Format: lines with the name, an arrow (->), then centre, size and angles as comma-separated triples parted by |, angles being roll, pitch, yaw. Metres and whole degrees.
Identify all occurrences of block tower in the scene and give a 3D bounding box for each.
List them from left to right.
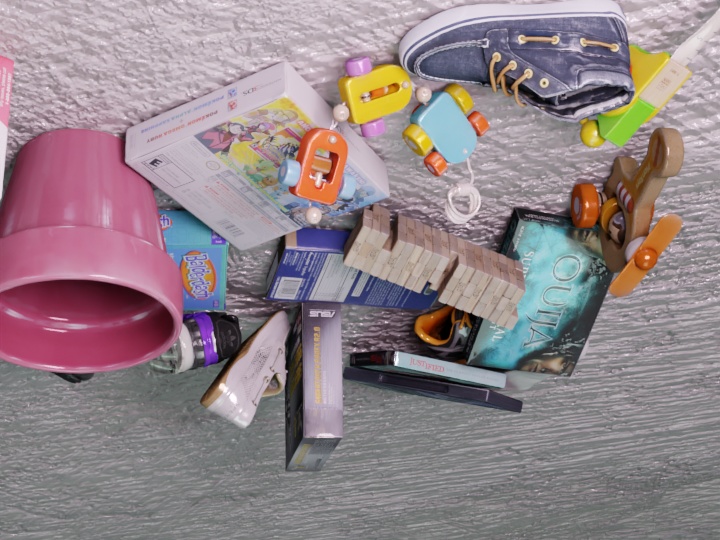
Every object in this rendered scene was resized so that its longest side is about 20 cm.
block tower -> 0.083, -0.006, 1.317 | 0.198, 0.054, 0.058 | 22, 122, -12

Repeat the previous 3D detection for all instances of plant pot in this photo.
plant pot -> -0.266, -0.024, 1.170 | 0.197, 0.181, 0.201 | -3, 150, -2

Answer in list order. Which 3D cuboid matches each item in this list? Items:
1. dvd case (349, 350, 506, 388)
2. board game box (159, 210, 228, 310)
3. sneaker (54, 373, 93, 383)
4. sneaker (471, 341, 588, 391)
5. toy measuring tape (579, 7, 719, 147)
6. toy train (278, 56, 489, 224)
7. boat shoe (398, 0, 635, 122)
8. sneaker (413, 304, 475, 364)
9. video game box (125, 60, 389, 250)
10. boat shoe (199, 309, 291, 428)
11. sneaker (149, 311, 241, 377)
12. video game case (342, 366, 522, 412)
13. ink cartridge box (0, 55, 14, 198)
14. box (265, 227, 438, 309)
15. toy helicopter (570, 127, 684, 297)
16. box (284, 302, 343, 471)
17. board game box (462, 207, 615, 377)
dvd case -> 0.079, 0.124, 1.545 | 0.144, 0.022, 0.200 | 13, 171, -15
board game box -> -0.242, -0.008, 1.338 | 0.197, 0.046, 0.153 | 1, 150, -8
sneaker -> -0.348, 0.092, 1.442 | 0.103, 0.061, 0.199 | 28, 168, -19
sneaker -> 0.223, 0.109, 1.597 | 0.084, 0.074, 0.199 | 12, 156, -42
toy measuring tape -> 0.259, -0.191, 1.088 | 0.073, 0.074, 0.200 | 21, 120, -37
toy train -> 0.020, -0.112, 1.123 | 0.198, 0.152, 0.056 | 7, -172, -27
boat shoe -> 0.132, -0.173, 1.050 | 0.197, 0.092, 0.071 | -7, 151, 6
sneaker -> 0.148, 0.061, 1.485 | 0.077, 0.079, 0.199 | 27, 139, -36
video game box -> -0.095, -0.103, 1.191 | 0.180, 0.047, 0.200 | -16, 149, 24
boat shoe -> -0.118, 0.118, 1.435 | 0.069, 0.200, 0.071 | 43, 123, -6
sneaker -> -0.189, 0.081, 1.433 | 0.098, 0.071, 0.200 | -12, -174, -23
video game case -> 0.095, 0.154, 1.595 | 0.198, 0.019, 0.143 | 6, 171, 26
ink cartridge box -> -0.394, -0.128, 1.002 | 0.198, 0.147, 0.085 | 19, 144, -35
box -> 0.000, 0.000, 1.399 | 0.197, 0.033, 0.121 | 5, 150, -14
toy helicopter -> 0.275, -0.063, 1.221 | 0.078, 0.134, 0.201 | 1, 150, -8
box -> -0.059, 0.145, 1.489 | 0.048, 0.161, 0.200 | 2, 160, -9
board game box -> 0.207, 0.029, 1.392 | 0.133, 0.028, 0.202 | 8, 124, -13
